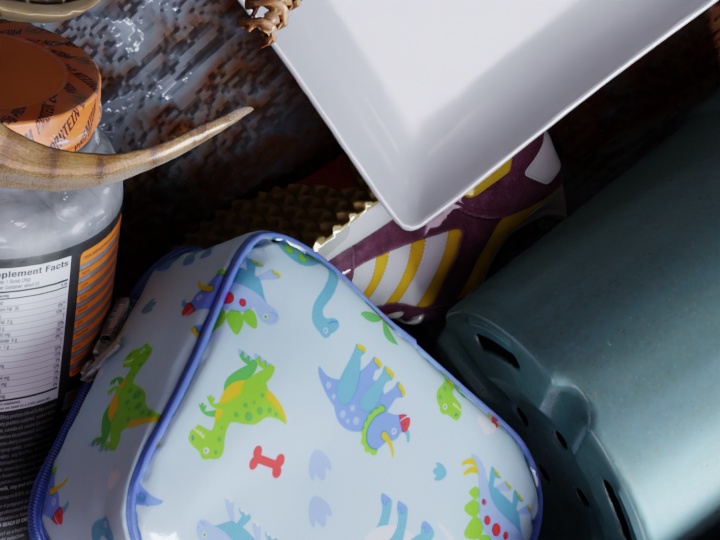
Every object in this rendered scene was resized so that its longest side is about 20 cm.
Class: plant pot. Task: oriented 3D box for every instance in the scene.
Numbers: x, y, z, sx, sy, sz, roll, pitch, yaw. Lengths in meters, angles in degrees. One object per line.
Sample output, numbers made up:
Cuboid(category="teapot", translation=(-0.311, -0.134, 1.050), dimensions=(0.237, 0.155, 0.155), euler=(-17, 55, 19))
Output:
Cuboid(category="plant pot", translation=(0.151, 0.031, 1.113), dimensions=(0.195, 0.200, 0.201), euler=(-32, 129, -17))

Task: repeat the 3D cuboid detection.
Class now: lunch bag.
Cuboid(category="lunch bag", translation=(-0.028, 0.095, 1.027), dimensions=(0.200, 0.082, 0.162), euler=(42, 57, -31))

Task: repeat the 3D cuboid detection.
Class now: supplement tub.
Cuboid(category="supplement tub", translation=(-0.157, 0.011, 1.024), dimensions=(0.122, 0.123, 0.201), euler=(-4, 120, -23))

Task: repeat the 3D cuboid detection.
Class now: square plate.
Cuboid(category="square plate", translation=(0.040, -0.151, 1.045), dimensions=(0.200, 0.028, 0.199), euler=(-37, 109, 0))

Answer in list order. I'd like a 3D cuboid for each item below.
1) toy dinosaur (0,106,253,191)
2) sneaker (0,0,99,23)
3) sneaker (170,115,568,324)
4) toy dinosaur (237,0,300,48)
Cuboid(category="toy dinosaur", translation=(-0.150, -0.045, 0.902), dimensions=(0.199, 0.060, 0.107), euler=(26, 111, -10))
Cuboid(category="sneaker", translation=(-0.188, -0.139, 0.931), dimensions=(0.199, 0.090, 0.068), euler=(20, 79, -23))
Cuboid(category="sneaker", translation=(0.000, 0.000, 1.122), dimensions=(0.199, 0.075, 0.090), euler=(-32, 123, -2))
Cuboid(category="toy dinosaur", translation=(-0.012, -0.164, 0.940), dimensions=(0.102, 0.136, 0.200), euler=(48, 50, -4))
